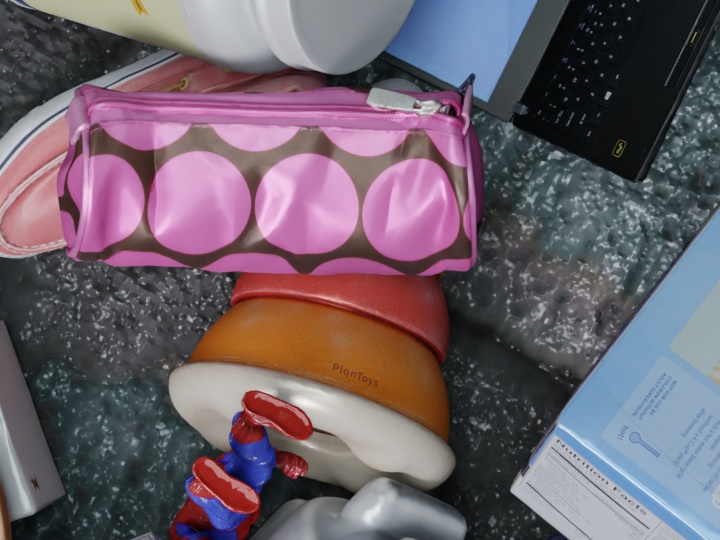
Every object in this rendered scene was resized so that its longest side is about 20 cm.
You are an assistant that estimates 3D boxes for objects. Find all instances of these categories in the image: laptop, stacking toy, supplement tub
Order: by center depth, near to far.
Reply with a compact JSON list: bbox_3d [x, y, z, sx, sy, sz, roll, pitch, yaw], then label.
[{"bbox_3d":[-0.079,-0.177,1.365,0.199,0.145,0.146,18,92,30],"label":"supplement tub"},{"bbox_3d":[0.091,-0.161,1.390,0.103,0.200,0.178,24,94,-29],"label":"laptop"},{"bbox_3d":[0.000,0.000,1.408,0.145,0.146,0.201,16,74,8],"label":"stacking toy"}]

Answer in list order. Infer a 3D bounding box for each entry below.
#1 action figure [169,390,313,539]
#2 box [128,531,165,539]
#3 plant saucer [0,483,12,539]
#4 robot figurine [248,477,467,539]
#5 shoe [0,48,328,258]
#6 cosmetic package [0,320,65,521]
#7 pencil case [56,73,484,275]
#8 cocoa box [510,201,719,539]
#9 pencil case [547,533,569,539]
[{"bbox_3d":[-0.058,0.106,1.335,0.052,0.200,0.066,32,74,-1],"label":"action figure"},{"bbox_3d":[-0.130,0.243,1.322,0.158,0.048,0.201,-23,70,4],"label":"box"},{"bbox_3d":[-0.268,0.137,1.403,0.199,0.032,0.202,0,92,7],"label":"plant saucer"},{"bbox_3d":[-0.025,0.191,1.389,0.113,0.170,0.200,28,116,-36],"label":"robot figurine"},{"bbox_3d":[-0.104,-0.055,1.413,0.199,0.091,0.072,-31,124,4],"label":"shoe"},{"bbox_3d":[-0.264,0.106,1.453,0.199,0.071,0.102,-20,89,8],"label":"cosmetic package"},{"bbox_3d":[-0.042,-0.047,1.326,0.199,0.094,0.091,-1,56,-2],"label":"pencil case"},{"bbox_3d":[0.185,0.053,1.330,0.133,0.131,0.200,38,72,6],"label":"cocoa box"},{"bbox_3d":[0.118,0.230,1.397,0.087,0.087,0.201,-19,87,7],"label":"pencil case"}]
